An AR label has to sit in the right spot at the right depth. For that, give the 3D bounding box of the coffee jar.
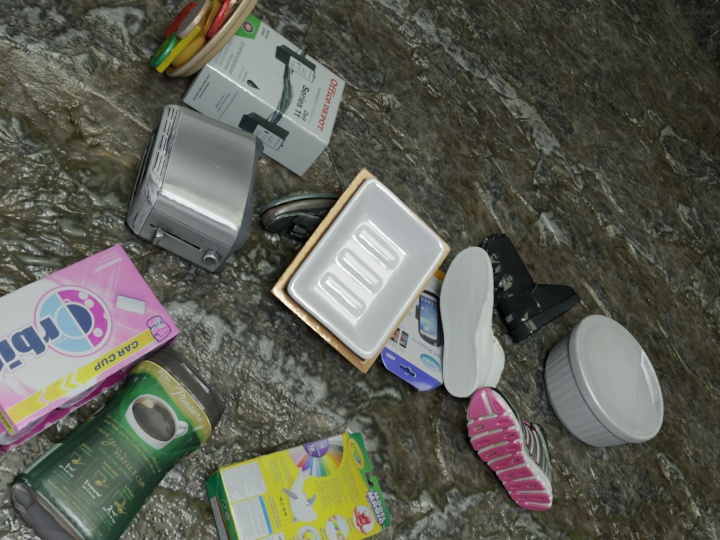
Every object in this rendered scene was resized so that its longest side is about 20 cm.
[{"bbox_3d":[-0.219,0.167,0.706,0.104,0.085,0.200,46,45,-3],"label":"coffee jar"}]

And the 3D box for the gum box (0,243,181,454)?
[{"bbox_3d":[-0.289,0.071,0.722,0.114,0.066,0.199,53,44,4],"label":"gum box"}]

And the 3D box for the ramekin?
[{"bbox_3d":[0.378,0.182,1.182,0.199,0.094,0.207,21,51,-28],"label":"ramekin"}]

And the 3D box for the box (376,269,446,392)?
[{"bbox_3d":[0.071,0.072,1.041,0.118,0.041,0.203,33,49,-19],"label":"box"}]

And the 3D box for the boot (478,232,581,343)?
[{"bbox_3d":[0.262,0.015,1.215,0.196,0.073,0.165,-20,73,-44],"label":"boot"}]

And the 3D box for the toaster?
[{"bbox_3d":[-0.193,-0.106,0.885,0.127,0.113,0.204,21,53,-24],"label":"toaster"}]

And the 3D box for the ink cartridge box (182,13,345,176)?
[{"bbox_3d":[-0.129,-0.252,1.051,0.197,0.083,0.149,30,48,-22],"label":"ink cartridge box"}]

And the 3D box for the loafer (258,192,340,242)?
[{"bbox_3d":[-0.046,-0.065,1.012,0.197,0.071,0.064,-7,73,-44],"label":"loafer"}]

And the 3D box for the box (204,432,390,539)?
[{"bbox_3d":[-0.061,0.251,0.811,0.196,0.048,0.120,-5,66,-39],"label":"box"}]

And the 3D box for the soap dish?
[{"bbox_3d":[0.000,0.000,0.950,0.157,0.081,0.202,40,74,-10],"label":"soap dish"}]

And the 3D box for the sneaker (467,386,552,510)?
[{"bbox_3d":[0.206,0.227,1.016,0.202,0.073,0.088,57,32,-19],"label":"sneaker"}]

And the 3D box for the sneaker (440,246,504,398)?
[{"bbox_3d":[0.160,0.078,1.052,0.115,0.072,0.206,26,69,-61],"label":"sneaker"}]

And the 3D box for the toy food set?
[{"bbox_3d":[-0.193,-0.334,0.968,0.048,0.198,0.200,39,27,-31],"label":"toy food set"}]
